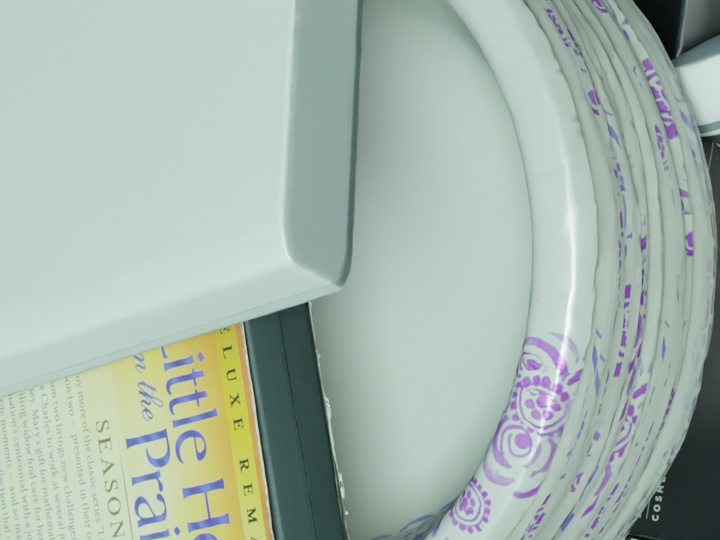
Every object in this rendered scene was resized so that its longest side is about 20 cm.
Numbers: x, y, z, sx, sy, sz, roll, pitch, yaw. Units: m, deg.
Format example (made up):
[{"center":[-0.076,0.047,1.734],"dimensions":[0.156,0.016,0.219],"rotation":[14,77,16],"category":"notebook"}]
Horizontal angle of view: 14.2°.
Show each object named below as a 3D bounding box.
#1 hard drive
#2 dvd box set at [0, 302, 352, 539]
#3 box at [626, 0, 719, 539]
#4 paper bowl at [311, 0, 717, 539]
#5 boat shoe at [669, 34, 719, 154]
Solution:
[{"center":[-0.083,-0.035,0.710],"dimensions":[0.027,0.199,0.133],"rotation":[27,55,-43],"category":"hard drive"},{"center":[-0.085,0.091,0.721],"dimensions":[0.029,0.199,0.147],"rotation":[1,76,-52],"category":"dvd box set"},{"center":[0.137,-0.018,0.807],"dimensions":[0.140,0.079,0.201],"rotation":[11,89,-12],"category":"box"},{"center":[0.000,0.000,0.745],"dimensions":[0.104,0.200,0.202],"rotation":[2,91,-53],"category":"paper bowl"},{"center":[0.174,-0.053,0.743],"dimensions":[0.199,0.070,0.067],"rotation":[-17,95,-20],"category":"boat shoe"}]
